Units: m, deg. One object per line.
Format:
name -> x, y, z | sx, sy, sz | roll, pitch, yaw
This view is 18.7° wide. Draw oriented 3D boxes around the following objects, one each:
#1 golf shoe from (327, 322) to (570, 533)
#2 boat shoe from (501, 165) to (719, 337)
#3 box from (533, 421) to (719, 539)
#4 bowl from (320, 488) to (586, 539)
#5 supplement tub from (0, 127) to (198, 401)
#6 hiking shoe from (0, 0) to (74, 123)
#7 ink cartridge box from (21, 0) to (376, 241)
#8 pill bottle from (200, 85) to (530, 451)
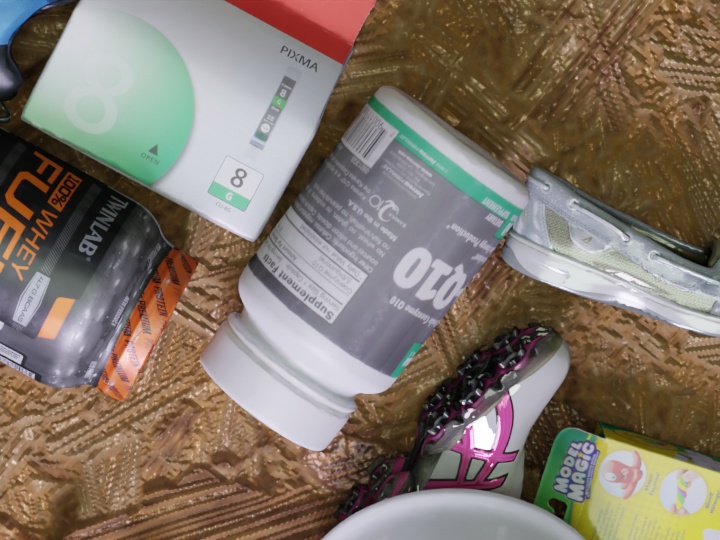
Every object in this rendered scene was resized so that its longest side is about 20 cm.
golf shoe -> 0.069, 0.120, 1.342 | 0.092, 0.073, 0.200 | 36, 106, -13
boat shoe -> 0.188, -0.006, 1.320 | 0.201, 0.074, 0.065 | 17, 102, 5
box -> 0.200, 0.172, 1.358 | 0.199, 0.048, 0.118 | 17, 99, -4
bowl -> 0.056, 0.235, 1.307 | 0.200, 0.090, 0.202 | 1, 124, 2
supplement tub -> -0.204, -0.011, 1.295 | 0.200, 0.123, 0.123 | 28, 97, -4
hiking shoe -> -0.199, -0.194, 1.294 | 0.087, 0.074, 0.200 | 29, 89, -14
ink cartridge box -> -0.086, -0.141, 1.308 | 0.161, 0.050, 0.200 | 28, 100, -7
pill bottle -> 0.000, 0.000, 1.300 | 0.113, 0.113, 0.200 | 36, 97, -5
